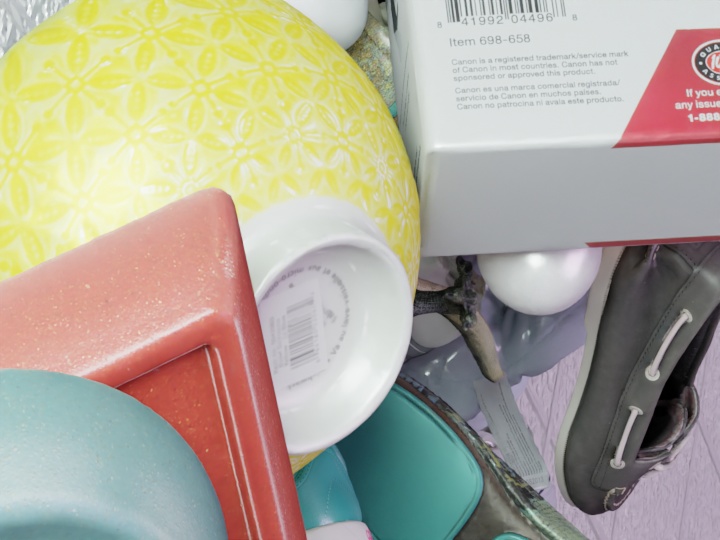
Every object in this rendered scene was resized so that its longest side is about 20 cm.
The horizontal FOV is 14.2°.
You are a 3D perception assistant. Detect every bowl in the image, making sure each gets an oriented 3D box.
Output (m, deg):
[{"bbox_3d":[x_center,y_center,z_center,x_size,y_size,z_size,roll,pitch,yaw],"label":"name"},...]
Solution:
[{"bbox_3d":[-0.046,0.007,0.993,0.200,0.108,0.200,-20,123,-34],"label":"bowl"}]

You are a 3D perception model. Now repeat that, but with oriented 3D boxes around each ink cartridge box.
[{"bbox_3d":[0.083,-0.114,1.092,0.084,0.144,0.200,97,-12,-62],"label":"ink cartridge box"}]

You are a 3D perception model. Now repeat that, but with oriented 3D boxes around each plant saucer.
[{"bbox_3d":[-0.101,0.099,0.904,0.199,0.037,0.200,-26,128,-21],"label":"plant saucer"},{"bbox_3d":[-0.117,0.126,0.859,0.200,0.036,0.200,-17,123,-28],"label":"plant saucer"}]

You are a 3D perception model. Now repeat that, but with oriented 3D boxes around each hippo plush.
[{"bbox_3d":[0.064,0.018,1.378,0.161,0.159,0.200,58,18,-77],"label":"hippo plush"}]

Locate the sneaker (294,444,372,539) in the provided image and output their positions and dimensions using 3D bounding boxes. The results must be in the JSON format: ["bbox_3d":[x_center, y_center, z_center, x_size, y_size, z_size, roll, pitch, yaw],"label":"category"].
[{"bbox_3d":[-0.048,0.080,1.187,0.200,0.084,0.121,123,-51,-76],"label":"sneaker"}]

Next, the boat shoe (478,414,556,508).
[{"bbox_3d":[0.057,0.119,1.538,0.200,0.073,0.067,-33,109,-79],"label":"boat shoe"}]

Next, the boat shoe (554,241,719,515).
[{"bbox_3d":[0.125,0.051,1.248,0.067,0.057,0.200,-51,157,-33],"label":"boat shoe"}]

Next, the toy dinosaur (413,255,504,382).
[{"bbox_3d":[0.000,0.000,1.163,0.200,0.088,0.048,21,69,-28],"label":"toy dinosaur"}]

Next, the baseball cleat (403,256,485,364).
[{"bbox_3d":[-0.035,-0.032,1.222,0.200,0.106,0.070,52,22,-17],"label":"baseball cleat"}]

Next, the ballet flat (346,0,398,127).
[{"bbox_3d":[-0.006,-0.141,1.184,0.071,0.071,0.200,61,14,-58],"label":"ballet flat"}]

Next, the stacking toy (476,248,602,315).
[{"bbox_3d":[0.073,-0.051,1.177,0.200,0.146,0.146,-91,171,-50],"label":"stacking toy"}]

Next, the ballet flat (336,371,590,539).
[{"bbox_3d":[0.049,0.112,1.248,0.074,0.200,0.074,-44,173,-7],"label":"ballet flat"}]

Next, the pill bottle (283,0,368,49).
[{"bbox_3d":[-0.051,-0.138,1.089,0.112,0.112,0.200,-13,105,-71],"label":"pill bottle"}]
